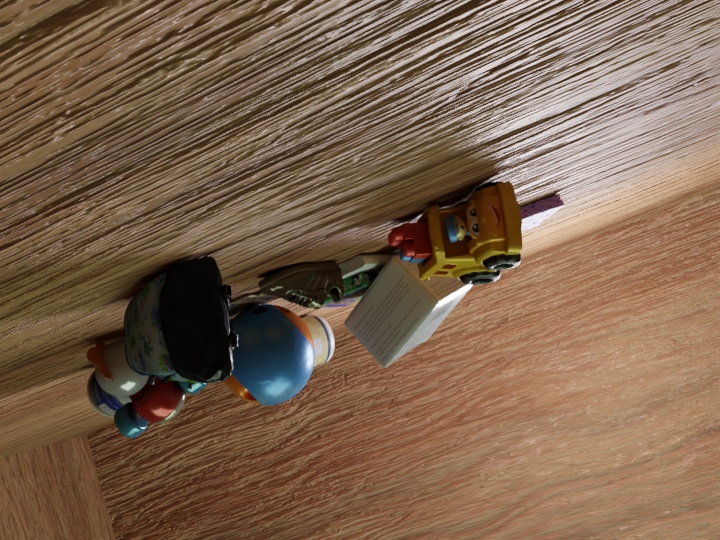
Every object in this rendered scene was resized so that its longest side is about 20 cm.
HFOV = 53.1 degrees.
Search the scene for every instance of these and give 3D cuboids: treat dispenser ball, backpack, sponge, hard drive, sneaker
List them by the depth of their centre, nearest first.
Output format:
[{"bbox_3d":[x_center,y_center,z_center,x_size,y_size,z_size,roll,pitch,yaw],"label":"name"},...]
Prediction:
[{"bbox_3d":[-0.252,0.080,0.992,0.151,0.166,0.200,-9,176,-15],"label":"backpack"},{"bbox_3d":[-0.093,0.032,1.278,0.070,0.077,0.199,-25,171,38],"label":"sneaker"},{"bbox_3d":[-0.191,0.171,1.467,0.198,0.204,0.201,-19,172,-3],"label":"treat dispenser ball"},{"bbox_3d":[0.000,0.000,1.480,0.131,0.027,0.199,-24,171,27],"label":"hard drive"},{"bbox_3d":[0.372,-0.117,1.613,0.110,0.030,0.200,-20,172,-5],"label":"sponge"}]

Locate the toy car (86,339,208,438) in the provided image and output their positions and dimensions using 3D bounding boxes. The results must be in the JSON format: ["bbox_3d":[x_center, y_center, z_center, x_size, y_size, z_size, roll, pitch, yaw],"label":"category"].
[{"bbox_3d":[-0.410,0.169,1.289,0.183,0.178,0.200,-34,141,9],"label":"toy car"}]

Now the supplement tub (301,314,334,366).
[{"bbox_3d":[-0.187,0.212,2.013,0.198,0.147,0.144,-13,170,-40],"label":"supplement tub"}]

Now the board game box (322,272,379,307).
[{"bbox_3d":[-0.017,0.042,1.522,0.133,0.030,0.200,-24,171,17],"label":"board game box"}]

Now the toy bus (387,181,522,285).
[{"bbox_3d":[0.147,-0.057,1.169,0.188,0.138,0.200,-1,165,-14],"label":"toy bus"}]

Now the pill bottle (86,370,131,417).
[{"bbox_3d":[-0.472,0.228,1.505,0.198,0.117,0.115,-25,170,34],"label":"pill bottle"}]

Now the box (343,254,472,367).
[{"bbox_3d":[0.103,0.065,1.492,0.201,0.131,0.198,-54,163,29],"label":"box"}]

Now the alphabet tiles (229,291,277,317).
[{"bbox_3d":[-0.240,0.071,1.438,0.197,0.006,0.166,-23,172,17],"label":"alphabet tiles"}]
